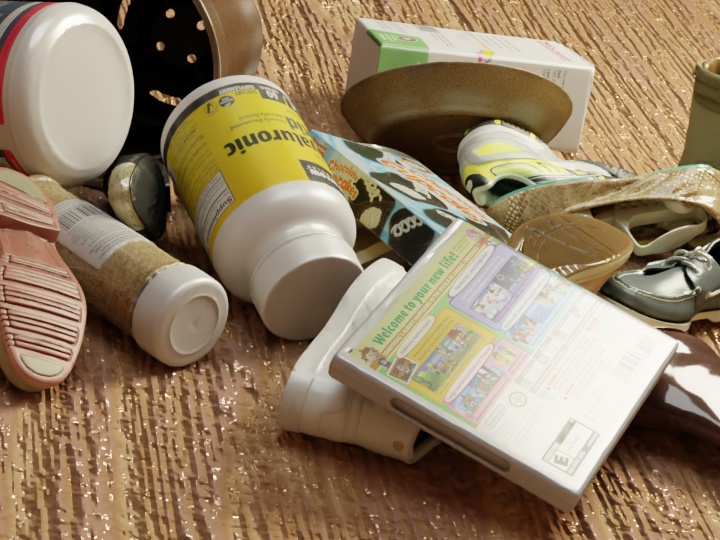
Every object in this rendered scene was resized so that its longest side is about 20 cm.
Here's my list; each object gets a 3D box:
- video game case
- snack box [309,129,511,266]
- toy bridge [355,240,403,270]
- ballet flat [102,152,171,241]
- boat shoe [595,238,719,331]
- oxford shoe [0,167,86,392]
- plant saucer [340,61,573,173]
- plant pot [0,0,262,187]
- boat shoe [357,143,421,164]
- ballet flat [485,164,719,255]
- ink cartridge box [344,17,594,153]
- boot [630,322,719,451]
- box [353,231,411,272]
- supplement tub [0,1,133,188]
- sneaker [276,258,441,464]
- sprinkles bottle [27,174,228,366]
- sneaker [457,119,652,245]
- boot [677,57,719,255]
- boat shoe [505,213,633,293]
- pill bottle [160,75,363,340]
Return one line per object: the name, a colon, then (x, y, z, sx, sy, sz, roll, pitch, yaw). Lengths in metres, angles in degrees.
video game case: (0.099, 0.058, 1.503, 0.182, 0.022, 0.200, 30, 39, 11)
snack box: (0.046, -0.044, 1.744, 0.116, 0.037, 0.200, 15, 17, -38)
toy bridge: (0.000, 0.000, 1.710, 0.067, 0.027, 0.200, -26, 38, -20)
ballet flat: (-0.176, -0.055, 1.711, 0.056, 0.067, 0.200, -3, 3, -1)
boat shoe: (0.249, 0.004, 1.749, 0.073, 0.062, 0.200, 31, 20, 32)
oxford shoe: (-0.240, 0.019, 1.557, 0.071, 0.074, 0.200, 23, 33, -31)
plant saucer: (0.082, -0.123, 1.921, 0.199, 0.036, 0.200, 1, -18, 0)
plant pot: (-0.182, -0.186, 1.891, 0.199, 0.201, 0.198, 15, 16, 11)
boat shoe: (-0.033, -0.066, 1.845, 0.199, 0.072, 0.068, 3, 62, -33)
ballet flat: (0.199, -0.039, 1.783, 0.199, 0.071, 0.066, -11, 53, -2)
ink cartridge box: (0.097, -0.170, 2.059, 0.199, 0.084, 0.145, 6, 14, -11)
boot: (0.197, 0.083, 1.571, 0.166, 0.073, 0.199, 26, 25, 36)
box: (0.102, 0.012, 1.754, 0.163, 0.021, 0.200, -8, 30, -36)
supplement tub: (-0.289, -0.138, 1.739, 0.199, 0.141, 0.140, 6, 18, 32)
sneaker: (0.029, 0.068, 1.551, 0.115, 0.074, 0.200, 18, 34, 11)
sprinkles bottle: (-0.181, -0.002, 1.611, 0.068, 0.069, 0.200, -13, 33, -43)
sneaker: (0.169, -0.051, 1.865, 0.199, 0.076, 0.077, 19, 43, -8)
boot: (0.297, -0.103, 1.909, 0.072, 0.156, 0.200, 3, 11, -5)
boat shoe: (0.127, 0.014, 1.649, 0.071, 0.065, 0.200, 33, 37, 29)
pill bottle: (-0.069, -0.045, 1.676, 0.111, 0.112, 0.200, -3, 43, -27)
